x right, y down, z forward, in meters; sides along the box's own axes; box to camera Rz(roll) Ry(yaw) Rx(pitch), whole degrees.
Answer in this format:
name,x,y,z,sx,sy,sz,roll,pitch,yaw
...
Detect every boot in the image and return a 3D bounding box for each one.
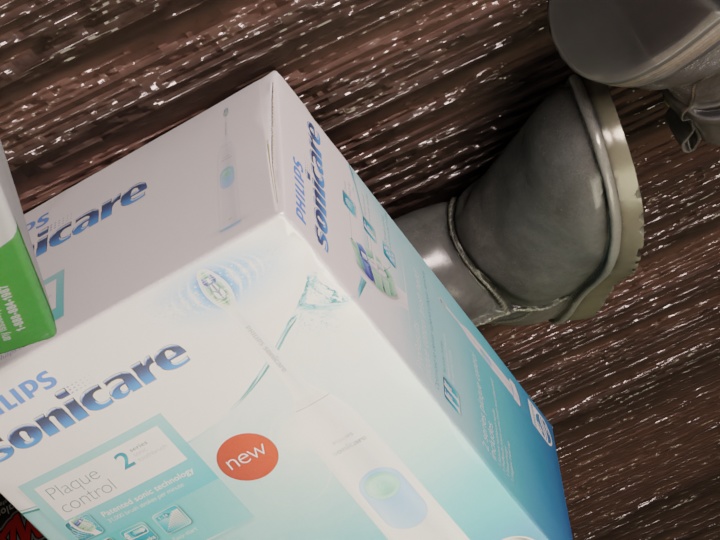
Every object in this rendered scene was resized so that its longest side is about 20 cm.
name,x,y,z,sx,sy,sz,roll,pitch,yaw
boot,0.001,0.002,0.884,0.198,0.073,0.182,-10,154,-8
boot,0.166,-0.107,0.794,0.199,0.070,0.174,-27,162,24

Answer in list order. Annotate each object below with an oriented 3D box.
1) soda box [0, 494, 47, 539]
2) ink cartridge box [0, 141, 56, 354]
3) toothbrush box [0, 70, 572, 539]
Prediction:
name,x,y,z,sx,sy,sz,roll,pitch,yaw
soda box,-0.130,0.118,1.017,0.199,0.064,0.071,-27,156,15
ink cartridge box,-0.198,-0.012,0.643,0.199,0.084,0.147,-18,157,-5
toothbrush box,-0.035,0.053,0.818,0.146,0.086,0.200,-27,124,16
